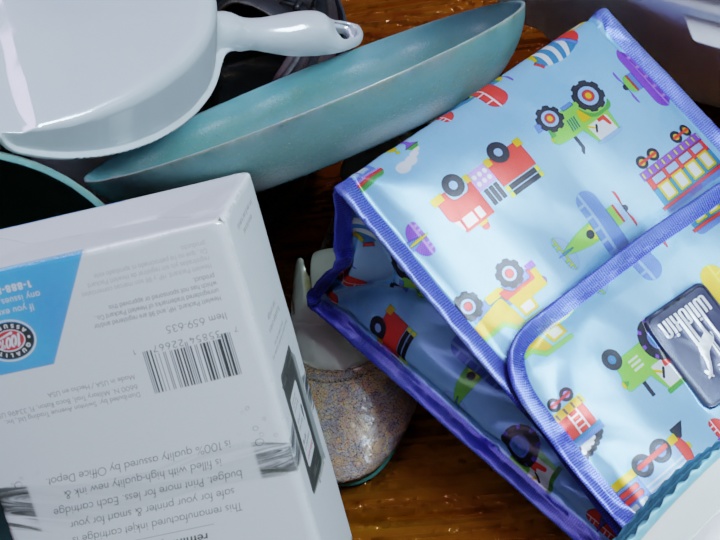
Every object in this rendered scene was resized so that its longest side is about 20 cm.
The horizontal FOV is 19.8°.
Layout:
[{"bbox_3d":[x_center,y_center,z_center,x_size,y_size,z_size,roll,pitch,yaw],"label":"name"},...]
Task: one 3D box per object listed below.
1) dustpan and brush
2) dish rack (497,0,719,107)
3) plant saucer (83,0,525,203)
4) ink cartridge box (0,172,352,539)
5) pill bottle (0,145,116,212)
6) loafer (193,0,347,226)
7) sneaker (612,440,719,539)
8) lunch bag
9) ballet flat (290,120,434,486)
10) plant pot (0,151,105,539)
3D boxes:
[{"bbox_3d":[-0.086,-0.109,0.911,0.200,0.057,0.140,-8,61,-21],"label":"dustpan and brush"},{"bbox_3d":[0.135,-0.106,0.898,0.200,0.172,0.044,23,85,38],"label":"dish rack"},{"bbox_3d":[-0.020,-0.066,0.874,0.200,0.027,0.200,-22,10,4],"label":"plant saucer"},{"bbox_3d":[-0.075,0.076,0.794,0.116,0.200,0.067,-12,17,9],"label":"ink cartridge box"},{"bbox_3d":[-0.190,-0.064,1.005,0.200,0.109,0.109,-11,41,37],"label":"pill bottle"},{"bbox_3d":[-0.050,-0.109,1.041,0.072,0.063,0.200,-10,44,16],"label":"loafer"},{"bbox_3d":[0.089,0.149,0.704,0.081,0.077,0.200,43,87,6],"label":"sneaker"},{"bbox_3d":[0.103,0.020,0.816,0.150,0.094,0.200,-35,70,-26],"label":"lunch bag"},{"bbox_3d":[0.000,0.000,0.905,0.068,0.067,0.200,-4,46,20],"label":"ballet flat"},{"bbox_3d":[-0.205,0.029,0.880,0.200,0.201,0.161,-37,30,-15],"label":"plant pot"}]
